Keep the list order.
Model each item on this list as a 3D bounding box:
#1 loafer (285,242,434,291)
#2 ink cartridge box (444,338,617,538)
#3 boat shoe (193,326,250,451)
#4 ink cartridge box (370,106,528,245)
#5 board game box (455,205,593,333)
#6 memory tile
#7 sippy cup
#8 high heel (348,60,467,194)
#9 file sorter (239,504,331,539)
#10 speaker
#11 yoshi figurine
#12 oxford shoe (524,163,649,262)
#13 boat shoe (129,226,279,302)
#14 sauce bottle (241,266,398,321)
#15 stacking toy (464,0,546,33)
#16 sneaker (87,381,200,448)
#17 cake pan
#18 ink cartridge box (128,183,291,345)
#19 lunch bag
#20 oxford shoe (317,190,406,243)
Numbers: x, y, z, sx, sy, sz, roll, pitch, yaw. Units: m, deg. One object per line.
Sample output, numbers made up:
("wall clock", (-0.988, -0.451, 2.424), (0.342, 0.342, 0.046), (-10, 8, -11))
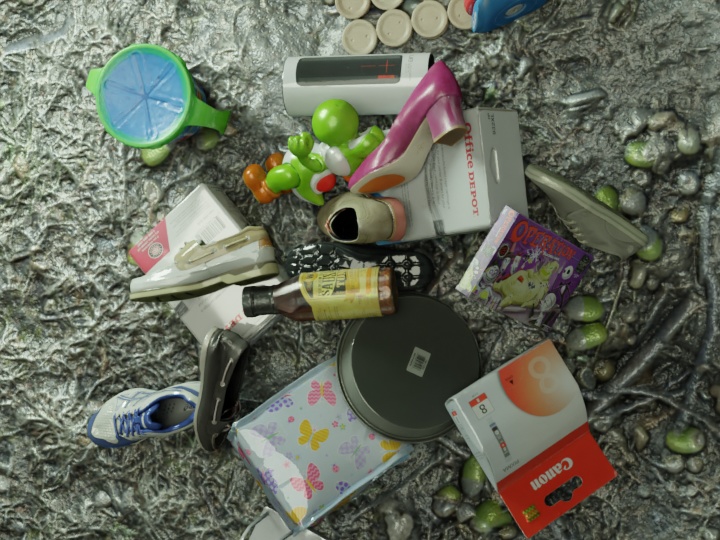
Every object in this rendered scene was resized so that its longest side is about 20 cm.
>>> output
("loafer", (0.000, 0.000, 1.704), (0.199, 0.070, 0.069), (3, 87, 14))
("ink cartridge box", (0.224, 0.212, 1.634), (0.161, 0.050, 0.201), (-29, 81, -21))
("boat shoe", (-0.179, 0.166, 1.685), (0.057, 0.067, 0.201), (18, 125, 17))
("ink cartridge box", (0.107, -0.117, 1.628), (0.199, 0.083, 0.147), (-8, 88, 45))
("board game box", (0.208, 0.002, 1.603), (0.032, 0.199, 0.121), (31, 95, 40))
("memory tile", (0.061, -0.378, 1.716), (0.198, 0.017, 0.155), (-12, 88, 12))
("sippy cup", (-0.270, -0.227, 1.728), (0.139, 0.130, 0.178), (-37, 84, 9))
("high heel", (0.049, -0.171, 1.581), (0.200, 0.067, 0.097), (-35, 60, 44))
("file sorter", (-0.083, 0.428, 1.699), (0.199, 0.124, 0.140), (27, 95, 11))
("speaker", (0.001, -0.245, 1.699), (0.198, 0.081, 0.082), (1, 91, 12))
("yoshi figurine", (-0.061, -0.163, 1.668), (0.199, 0.112, 0.113), (-19, 58, 36))
("oxford shoe", (0.279, -0.068, 1.612), (0.199, 0.075, 0.058), (31, 105, -26))
("boat shoe", (-0.206, -0.006, 1.666), (0.198, 0.075, 0.069), (-12, 83, 4))
("sauce bottle", (-0.052, 0.034, 1.641), (0.198, 0.066, 0.067), (-6, 89, 8))
("stacking toy", (0.154, -0.417, 1.649), (0.109, 0.116, 0.201), (-24, 79, -5))
("sneaker", (-0.294, 0.196, 1.759), (0.198, 0.088, 0.076), (-18, 89, 13))
("cake pan", (0.068, 0.121, 1.666), (0.198, 0.037, 0.202), (3, 76, -12))
("ink cartridge box", (-0.190, 0.005, 1.737), (0.145, 0.085, 0.200), (-41, 82, 9))
("lunch bag", (-0.048, 0.225, 1.689), (0.199, 0.127, 0.170), (-35, 82, -16))
("oxford shoe", (-0.018, -0.068, 1.651), (0.074, 0.200, 0.071), (-7, 93, -27))
